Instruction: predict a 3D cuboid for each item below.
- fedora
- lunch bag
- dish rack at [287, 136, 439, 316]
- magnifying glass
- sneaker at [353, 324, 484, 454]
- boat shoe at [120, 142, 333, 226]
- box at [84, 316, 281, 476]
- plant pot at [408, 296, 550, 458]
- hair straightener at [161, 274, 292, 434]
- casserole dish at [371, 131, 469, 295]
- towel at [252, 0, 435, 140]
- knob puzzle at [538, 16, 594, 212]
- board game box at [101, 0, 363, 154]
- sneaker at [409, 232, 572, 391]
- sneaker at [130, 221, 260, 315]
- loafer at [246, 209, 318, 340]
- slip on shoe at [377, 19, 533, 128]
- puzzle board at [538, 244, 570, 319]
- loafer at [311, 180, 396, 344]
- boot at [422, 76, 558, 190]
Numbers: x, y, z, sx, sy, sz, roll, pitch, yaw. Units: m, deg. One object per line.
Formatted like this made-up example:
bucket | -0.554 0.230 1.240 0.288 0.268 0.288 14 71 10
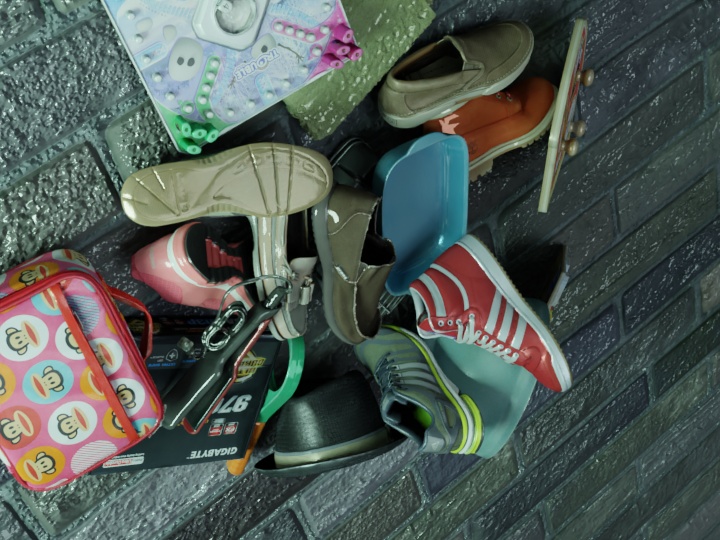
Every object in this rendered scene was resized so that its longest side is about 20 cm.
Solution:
fedora | -0.038 0.166 1.315 0.200 0.201 0.092 -14 91 -36
lunch bag | -0.268 0.085 1.058 0.176 0.082 0.200 -28 122 -13
dish rack | 0.005 -0.033 1.282 0.153 0.055 0.200 -50 140 -3
magnifying glass | -0.107 0.145 1.287 0.022 0.080 0.200 8 121 -26
sneaker | 0.049 0.128 1.278 0.081 0.200 0.074 -3 124 -41
boat shoe | -0.127 -0.083 1.090 0.200 0.065 0.072 -11 106 -18
box | -0.190 0.127 1.211 0.200 0.046 0.159 2 114 -43
plant pot | 0.121 0.106 1.387 0.134 0.200 0.200 21 104 -5
hair straightener | -0.137 0.079 1.131 0.200 0.041 0.077 -48 145 18
casserole dish | 0.059 -0.064 1.242 0.121 0.039 0.200 -27 133 -29
towel | -0.015 -0.237 1.143 0.200 0.036 0.148 -51 138 -5
knob puzzle | 0.245 -0.193 1.330 0.220 0.030 0.220 13 90 -78
board game box | -0.111 -0.228 1.031 0.200 0.026 0.200 -33 126 -13
sneaker | 0.134 0.070 1.260 0.112 0.200 0.071 -36 176 -14
sneaker | -0.156 0.004 1.160 0.087 0.074 0.200 -13 159 19
loafer | -0.072 -0.025 1.161 0.072 0.063 0.200 -52 135 -66
slip on shoe | 0.104 -0.221 1.231 0.200 0.076 0.061 -28 149 -18
puzzle board | 0.233 0.053 1.482 0.200 0.017 0.151 -47 160 -75
loafer | 0.000 0.000 1.184 0.073 0.071 0.200 -67 155 -43
boot | 0.145 -0.183 1.301 0.200 0.075 0.107 -36 122 -28
